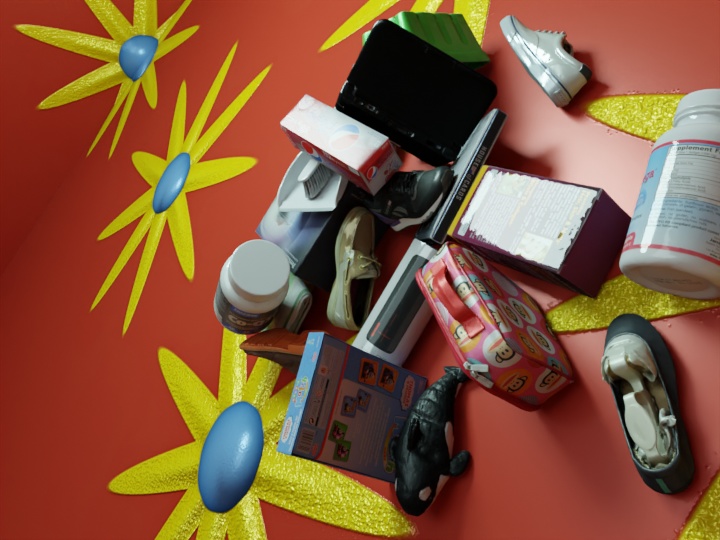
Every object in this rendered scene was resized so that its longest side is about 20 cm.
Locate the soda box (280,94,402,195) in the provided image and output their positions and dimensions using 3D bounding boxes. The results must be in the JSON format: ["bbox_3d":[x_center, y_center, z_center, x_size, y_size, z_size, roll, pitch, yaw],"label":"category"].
[{"bbox_3d":[-0.033,-0.193,1.003,0.070,0.063,0.200,-48,53,-7],"label":"soda box"}]

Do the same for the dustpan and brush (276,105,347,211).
[{"bbox_3d":[-0.059,-0.190,1.081,0.139,0.057,0.200,4,56,42],"label":"dustpan and brush"}]

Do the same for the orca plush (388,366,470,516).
[{"bbox_3d":[0.090,0.200,0.834,0.105,0.071,0.200,25,72,33],"label":"orca plush"}]

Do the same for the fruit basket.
[{"bbox_3d":[0.104,-0.301,1.084,0.155,0.215,0.216,-11,59,46],"label":"fruit basket"}]

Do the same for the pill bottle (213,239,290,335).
[{"bbox_3d":[-0.182,0.030,1.116,0.200,0.113,0.114,128,154,-64],"label":"pill bottle"}]

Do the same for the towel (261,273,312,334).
[{"bbox_3d":[-0.149,0.052,1.242,0.150,0.031,0.200,-62,33,20],"label":"towel"}]

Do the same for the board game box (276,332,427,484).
[{"bbox_3d":[-0.003,0.184,0.866,0.037,0.200,0.152,-6,63,49],"label":"board game box"}]

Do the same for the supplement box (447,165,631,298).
[{"bbox_3d":[0.222,-0.054,0.845,0.200,0.086,0.111,27,89,53],"label":"supplement box"}]

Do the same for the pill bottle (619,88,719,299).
[{"bbox_3d":[0.350,-0.080,0.693,0.109,0.109,0.201,7,73,51],"label":"pill bottle"}]

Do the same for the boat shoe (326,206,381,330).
[{"bbox_3d":[0.000,0.000,1.067,0.066,0.074,0.201,19,106,43],"label":"boat shoe"}]

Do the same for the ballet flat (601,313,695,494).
[{"bbox_3d":[0.285,0.122,0.676,0.073,0.073,0.201,-30,47,35],"label":"ballet flat"}]

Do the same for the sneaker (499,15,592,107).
[{"bbox_3d":[0.272,-0.319,0.975,0.071,0.073,0.200,-35,53,18],"label":"sneaker"}]

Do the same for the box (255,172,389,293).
[{"bbox_3d":[-0.061,-0.092,1.171,0.199,0.123,0.200,-58,37,7],"label":"box"}]

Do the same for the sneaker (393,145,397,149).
[{"bbox_3d":[-0.012,-0.231,1.233,0.200,0.080,0.075,2,71,49],"label":"sneaker"}]

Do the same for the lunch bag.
[{"bbox_3d":[0.149,0.058,0.785,0.082,0.176,0.200,-45,40,20],"label":"lunch bag"}]

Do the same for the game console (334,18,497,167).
[{"bbox_3d":[0.077,-0.259,1.008,0.117,0.200,0.176,-61,7,0],"label":"game console"}]

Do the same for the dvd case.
[{"bbox_3d":[0.142,-0.130,0.976,0.200,0.025,0.150,-62,4,0],"label":"dvd case"}]

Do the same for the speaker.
[{"bbox_3d":[0.063,0.058,0.967,0.200,0.081,0.081,-59,37,3],"label":"speaker"}]

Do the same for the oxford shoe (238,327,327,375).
[{"bbox_3d":[-0.128,0.144,1.126,0.200,0.073,0.071,0,24,40],"label":"oxford shoe"}]

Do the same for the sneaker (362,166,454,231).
[{"bbox_3d":[0.061,-0.114,0.987,0.076,0.087,0.200,-66,15,-20],"label":"sneaker"}]
